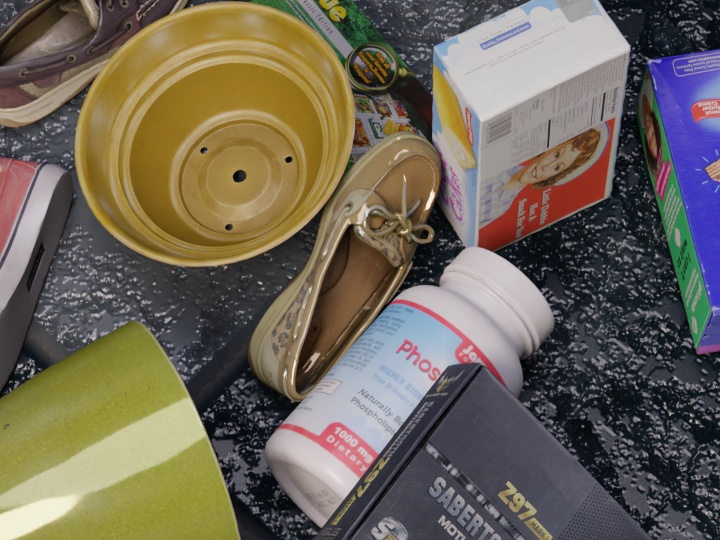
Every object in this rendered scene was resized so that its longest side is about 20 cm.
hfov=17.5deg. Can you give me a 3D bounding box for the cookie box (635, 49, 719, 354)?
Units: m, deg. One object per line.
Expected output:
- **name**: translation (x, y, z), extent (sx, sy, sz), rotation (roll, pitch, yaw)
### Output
- **cookie box**: translation (0.297, -0.057, 1.634), extent (0.170, 0.075, 0.202), rotation (-9, 63, -4)

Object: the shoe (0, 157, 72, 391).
- **shoe**: translation (-0.273, 0.005, 1.621), extent (0.090, 0.072, 0.201), rotation (12, 59, 9)

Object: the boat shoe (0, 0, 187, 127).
- **boat shoe**: translation (-0.200, -0.186, 1.713), extent (0.200, 0.065, 0.072), rotation (-39, 68, -18)

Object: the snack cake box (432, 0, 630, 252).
- **snack cake box**: translation (0.113, -0.099, 1.589), extent (0.114, 0.200, 0.067), rotation (-26, 65, -12)

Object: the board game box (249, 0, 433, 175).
- **board game box**: translation (-0.015, -0.129, 1.706), extent (0.104, 0.024, 0.200), rotation (-33, 68, -12)

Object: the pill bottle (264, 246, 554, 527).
- **pill bottle**: translation (0.037, 0.083, 1.551), extent (0.108, 0.109, 0.200), rotation (36, 70, 17)

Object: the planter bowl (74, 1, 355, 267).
- **planter bowl**: translation (-0.093, -0.081, 1.641), extent (0.198, 0.084, 0.202), rotation (-4, 67, 11)

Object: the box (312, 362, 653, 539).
- **box**: translation (0.086, 0.182, 1.480), extent (0.200, 0.051, 0.158), rotation (47, 68, -16)

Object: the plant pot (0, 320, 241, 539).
- **plant pot**: translation (-0.200, 0.154, 1.463), extent (0.199, 0.188, 0.188), rotation (-21, 65, -17)

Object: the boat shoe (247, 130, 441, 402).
- **boat shoe**: translation (0.000, 0.000, 1.586), extent (0.073, 0.063, 0.201), rotation (30, 89, -28)
